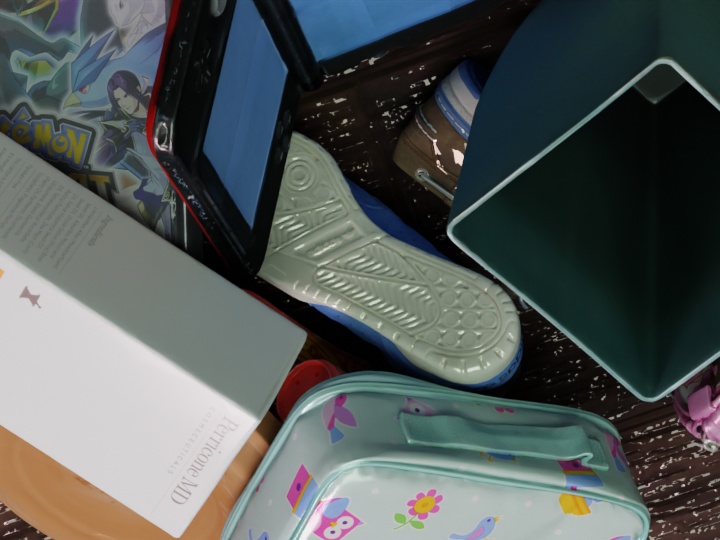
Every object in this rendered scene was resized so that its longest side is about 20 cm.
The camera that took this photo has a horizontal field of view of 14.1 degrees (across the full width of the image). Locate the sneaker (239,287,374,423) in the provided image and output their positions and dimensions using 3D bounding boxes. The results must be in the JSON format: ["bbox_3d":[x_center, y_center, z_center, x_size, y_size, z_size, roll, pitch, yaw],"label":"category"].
[{"bbox_3d":[-0.040,0.060,1.549,0.200,0.077,0.073,45,70,-36],"label":"sneaker"}]

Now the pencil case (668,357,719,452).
[{"bbox_3d":[0.255,0.100,1.577,0.200,0.083,0.087,39,108,-22],"label":"pencil case"}]

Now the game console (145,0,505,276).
[{"bbox_3d":[-0.010,-0.097,1.373,0.118,0.173,0.200,8,163,13],"label":"game console"}]

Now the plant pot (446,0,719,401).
[{"bbox_3d":[0.144,-0.076,1.401,0.141,0.201,0.141,39,123,-22],"label":"plant pot"}]

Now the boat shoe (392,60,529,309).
[{"bbox_3d":[0.100,-0.020,1.514,0.200,0.072,0.072,44,111,-12],"label":"boat shoe"}]

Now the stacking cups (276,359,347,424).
[{"bbox_3d":[0.033,0.108,1.536,0.060,0.061,0.200,-42,135,17],"label":"stacking cups"}]

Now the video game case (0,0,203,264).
[{"bbox_3d":[-0.172,-0.098,1.407,0.199,0.025,0.182,6,106,20],"label":"video game case"}]

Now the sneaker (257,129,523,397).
[{"bbox_3d":[-0.001,0.001,1.508,0.199,0.111,0.077,32,80,14],"label":"sneaker"}]

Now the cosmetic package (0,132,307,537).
[{"bbox_3d":[-0.138,0.026,1.383,0.199,0.071,0.102,32,130,-3],"label":"cosmetic package"}]

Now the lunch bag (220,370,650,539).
[{"bbox_3d":[0.041,0.129,1.472,0.199,0.077,0.161,9,126,-26],"label":"lunch bag"}]

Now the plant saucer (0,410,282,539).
[{"bbox_3d":[-0.123,0.102,1.519,0.199,0.032,0.201,13,144,9],"label":"plant saucer"}]
